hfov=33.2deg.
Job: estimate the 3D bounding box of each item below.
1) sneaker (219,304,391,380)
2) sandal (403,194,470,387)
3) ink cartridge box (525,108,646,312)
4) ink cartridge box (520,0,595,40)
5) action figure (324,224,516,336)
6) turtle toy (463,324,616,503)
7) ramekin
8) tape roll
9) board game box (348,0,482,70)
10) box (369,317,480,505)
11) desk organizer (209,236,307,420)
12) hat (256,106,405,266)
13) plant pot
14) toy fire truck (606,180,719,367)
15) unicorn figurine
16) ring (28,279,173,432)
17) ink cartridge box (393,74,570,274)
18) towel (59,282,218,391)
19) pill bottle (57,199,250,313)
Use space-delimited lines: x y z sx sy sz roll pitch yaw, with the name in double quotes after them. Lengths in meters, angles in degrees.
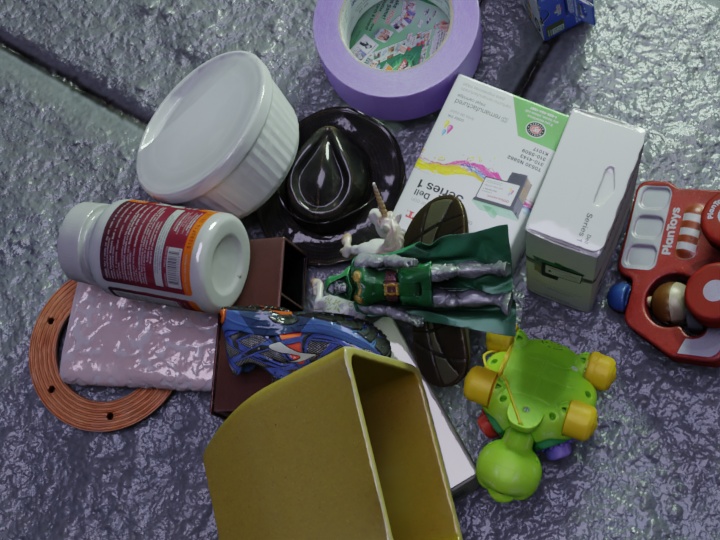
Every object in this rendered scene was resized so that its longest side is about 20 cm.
-0.058 0.083 1.271 0.197 0.075 0.080 6 94 27 "sneaker"
0.092 0.022 1.296 0.081 0.054 0.204 -11 81 29 "sandal"
0.237 -0.060 1.286 0.083 0.200 0.148 20 75 14 "ink cartridge box"
0.211 -0.369 1.425 0.075 0.136 0.202 -26 70 6 "ink cartridge box"
0.057 0.016 1.240 0.197 0.055 0.120 -1 105 18 "action figure"
0.177 0.150 1.267 0.144 0.102 0.201 19 45 15 "turtle toy"
-0.159 -0.147 1.403 0.200 0.094 0.205 -24 46 27 "ramekin"
0.045 -0.284 1.434 0.196 0.066 0.204 -3 71 8 "tape roll"
0.065 -0.311 1.489 0.133 0.029 0.202 24 78 16 "board game box"
0.056 0.156 1.311 0.068 0.082 0.202 -30 68 1 "box"
-0.113 0.068 1.364 0.076 0.072 0.203 -4 71 22 "desk organizer"
-0.043 -0.112 1.414 0.197 0.081 0.204 -3 71 9 "hat"
-0.039 0.208 1.192 0.197 0.195 0.197 -21 72 20 "plant pot"
0.356 0.002 1.308 0.166 0.112 0.203 6 71 37 "toy fire truck"
0.000 0.000 1.330 0.073 0.137 0.203 14 98 -19 "unicorn figurine"
-0.295 0.091 1.424 0.197 0.019 0.204 -3 72 9 "ring"
0.137 -0.098 1.377 0.143 0.084 0.202 23 78 16 "ink cartridge box"
-0.242 0.042 1.405 0.196 0.032 0.194 2 73 11 "towel"
-0.231 -0.020 1.341 0.197 0.110 0.111 9 73 25 "pill bottle"
